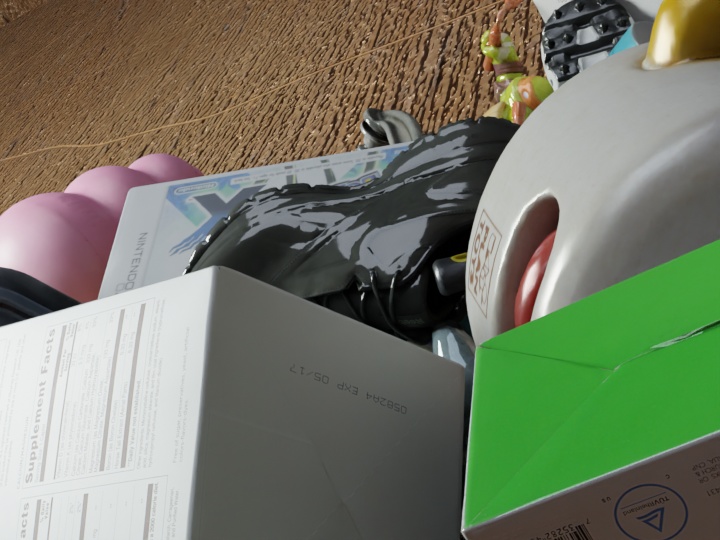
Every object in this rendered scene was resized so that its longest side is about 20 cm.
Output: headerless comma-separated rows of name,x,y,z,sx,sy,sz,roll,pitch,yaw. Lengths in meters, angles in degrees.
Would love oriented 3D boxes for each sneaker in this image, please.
sneaker,0.144,-0.054,0.855,0.066,0.091,0.200,-14,52,15
sneaker,0.000,0.000,0.729,0.200,0.076,0.091,-26,42,12

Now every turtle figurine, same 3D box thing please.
turtle figurine,0.075,-0.075,0.948,0.161,0.064,0.200,-46,25,40

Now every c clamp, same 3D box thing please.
c clamp,-0.020,-0.029,0.989,0.200,0.027,0.171,-53,22,28

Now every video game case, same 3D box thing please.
video game case,-0.046,0.003,0.831,0.199,0.022,0.183,-8,41,13

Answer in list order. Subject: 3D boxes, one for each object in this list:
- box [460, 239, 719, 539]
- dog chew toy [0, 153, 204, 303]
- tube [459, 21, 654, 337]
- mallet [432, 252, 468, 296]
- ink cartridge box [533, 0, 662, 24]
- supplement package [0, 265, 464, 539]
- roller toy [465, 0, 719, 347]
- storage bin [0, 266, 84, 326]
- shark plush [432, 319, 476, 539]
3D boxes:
box,0.156,0.073,0.420,0.200,0.177,0.097,-26,23,20
dog chew toy,-0.194,-0.023,1.198,0.124,0.125,0.200,-6,27,49
tube,0.099,-0.032,0.775,0.200,0.050,0.078,-54,36,33
mallet,0.128,-0.027,0.667,0.199,0.041,0.066,-13,22,6
ink cartridge box,0.170,-0.181,0.897,0.084,0.200,0.146,-43,24,-26
supplement package,-0.081,0.107,0.645,0.200,0.152,0.151,-15,63,39
roller toy,0.133,0.009,0.570,0.182,0.200,0.140,-38,21,5
storage bin,-0.222,0.114,0.869,0.200,0.145,0.134,-48,19,39
shark plush,0.072,0.109,0.663,0.083,0.091,0.200,-53,35,14
